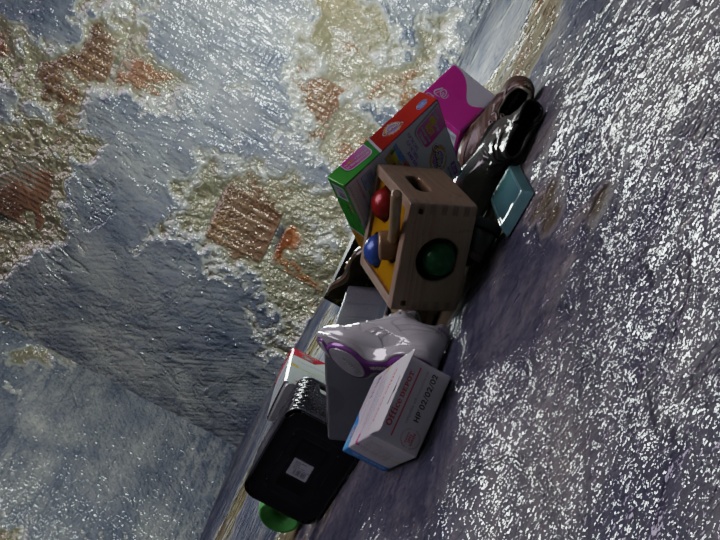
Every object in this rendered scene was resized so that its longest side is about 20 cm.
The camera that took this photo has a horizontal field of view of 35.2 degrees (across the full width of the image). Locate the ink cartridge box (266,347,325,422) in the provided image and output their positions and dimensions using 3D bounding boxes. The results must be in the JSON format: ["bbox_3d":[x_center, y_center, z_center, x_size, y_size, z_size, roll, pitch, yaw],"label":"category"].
[{"bbox_3d":[-0.084,0.232,2.057,0.083,0.145,0.200,-62,5,12],"label":"ink cartridge box"}]

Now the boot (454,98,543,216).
[{"bbox_3d":[0.203,-0.165,1.727,0.201,0.067,0.131,-64,8,-13],"label":"boot"}]

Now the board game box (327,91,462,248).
[{"bbox_3d":[0.055,-0.143,1.686,0.200,0.040,0.154,-44,-43,-18],"label":"board game box"}]

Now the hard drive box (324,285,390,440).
[{"bbox_3d":[0.001,0.141,1.742,0.201,0.076,0.157,-71,-18,-59],"label":"hard drive box"}]

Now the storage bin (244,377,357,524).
[{"bbox_3d":[-0.085,0.290,1.817,0.201,0.134,0.094,-59,6,28],"label":"storage bin"}]

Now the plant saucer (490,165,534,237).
[{"bbox_3d":[0.209,-0.102,1.596,0.070,0.019,0.200,-61,6,15],"label":"plant saucer"}]

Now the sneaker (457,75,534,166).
[{"bbox_3d":[0.219,-0.230,1.867,0.201,0.070,0.076,-62,6,12],"label":"sneaker"}]

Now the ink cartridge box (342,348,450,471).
[{"bbox_3d":[0.049,0.181,1.445,0.116,0.067,0.200,-65,5,-20],"label":"ink cartridge box"}]

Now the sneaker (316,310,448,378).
[{"bbox_3d":[0.033,0.100,1.579,0.100,0.198,0.075,-58,-38,-35],"label":"sneaker"}]

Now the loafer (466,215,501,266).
[{"bbox_3d":[0.142,-0.033,1.637,0.200,0.071,0.063,148,143,-76],"label":"loafer"}]

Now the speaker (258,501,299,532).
[{"bbox_3d":[-0.122,0.373,2.043,0.089,0.088,0.201,-58,7,34],"label":"speaker"}]

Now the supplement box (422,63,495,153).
[{"bbox_3d":[0.161,-0.251,2.003,0.101,0.103,0.200,-43,-15,-19],"label":"supplement box"}]

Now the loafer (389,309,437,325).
[{"bbox_3d":[0.073,0.080,1.726,0.201,0.067,0.076,-65,6,-31],"label":"loafer"}]

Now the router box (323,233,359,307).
[{"bbox_3d":[0.041,-0.005,2.025,0.201,0.148,0.051,-64,6,-27],"label":"router box"}]

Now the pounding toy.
[{"bbox_3d":[0.067,-0.052,1.563,0.200,0.141,0.186,-123,39,-61],"label":"pounding toy"}]

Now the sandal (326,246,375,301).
[{"bbox_3d":[0.000,0.000,1.807,0.200,0.081,0.055,113,167,-61],"label":"sandal"}]
